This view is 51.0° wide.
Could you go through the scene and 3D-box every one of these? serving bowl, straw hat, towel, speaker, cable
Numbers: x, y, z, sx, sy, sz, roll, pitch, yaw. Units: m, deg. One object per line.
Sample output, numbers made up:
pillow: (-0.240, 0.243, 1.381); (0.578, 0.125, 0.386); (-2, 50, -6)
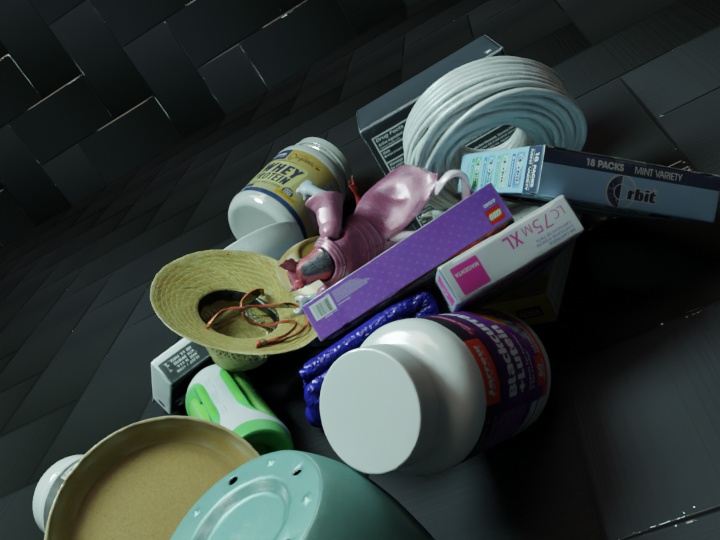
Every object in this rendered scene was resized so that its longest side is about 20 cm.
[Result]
serving bowl: (-0.152, 0.017, 1.055); (0.199, 0.066, 0.200); (-35, -10, -7)
straw hat: (-0.140, 0.065, 0.854); (0.198, 0.086, 0.202); (9, 33, -6)
towel: (0.001, 0.086, 0.726); (0.147, 0.050, 0.200); (-39, -9, -13)
speaker: (-0.136, 0.167, 0.820); (0.088, 0.089, 0.200); (-38, 24, -11)
cable: (0.145, -0.143, 0.837); (0.197, 0.201, 0.070); (-5, 54, -7)

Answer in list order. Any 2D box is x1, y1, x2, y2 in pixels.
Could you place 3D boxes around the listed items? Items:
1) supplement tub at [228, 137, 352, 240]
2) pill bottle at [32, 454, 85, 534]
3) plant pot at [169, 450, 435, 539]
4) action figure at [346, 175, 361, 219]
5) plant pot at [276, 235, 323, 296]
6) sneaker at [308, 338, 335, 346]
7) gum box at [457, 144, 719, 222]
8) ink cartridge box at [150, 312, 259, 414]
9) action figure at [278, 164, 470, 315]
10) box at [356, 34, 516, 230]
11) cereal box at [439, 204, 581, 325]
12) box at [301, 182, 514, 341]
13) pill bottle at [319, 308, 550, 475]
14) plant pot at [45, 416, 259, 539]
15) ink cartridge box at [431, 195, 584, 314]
supplement tub: (-0.113, -0.120, 1.272); (0.143, 0.145, 0.200); (-9, 33, 43)
pill bottle: (-0.257, 0.251, 0.777); (0.199, 0.114, 0.114); (-5, 35, 48)
plant pot: (-0.037, 0.219, 0.498); (0.199, 0.162, 0.201); (-27, 24, 13)
action figure: (-0.037, -0.060, 1.126); (0.065, 0.100, 0.201); (-15, 27, 34)
plant pot: (0.000, 0.000, 0.890); (0.197, 0.028, 0.201); (9, 24, -4)
sneaker: (-0.005, 0.031, 0.927); (0.199, 0.080, 0.131); (2, 43, 52)
gum box: (0.205, -0.081, 0.719); (0.168, 0.045, 0.200); (8, 4, -13)
ink cartridge box: (-0.183, 0.103, 0.991); (0.198, 0.043, 0.200); (-38, -8, -26)
action figure: (0.002, -0.020, 0.748); (0.148, 0.136, 0.199); (12, 32, 36)
box: (0.127, -0.159, 0.973); (0.198, 0.199, 0.124); (-28, 24, 10)
cereal box: (0.161, -0.009, 0.837); (0.143, 0.040, 0.201); (-15, 29, 33)
box: (0.054, 0.000, 0.708); (0.199, 0.039, 0.137); (-33, -11, 10)
pill bottle: (0.060, 0.090, 0.572); (0.110, 0.113, 0.199); (-16, -8, 33)
plant pot: (-0.166, 0.227, 0.653); (0.200, 0.199, 0.028); (-48, -15, -31)
ink cartridge box: (0.124, 0.000, 0.687); (0.118, 0.042, 0.200); (-30, -8, -2)
